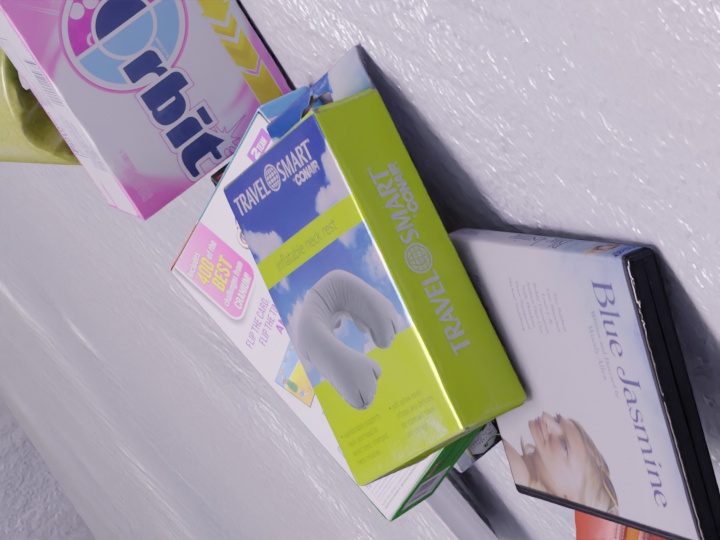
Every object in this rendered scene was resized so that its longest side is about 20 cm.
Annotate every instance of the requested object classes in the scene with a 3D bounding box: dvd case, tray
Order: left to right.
[{"bbox_3d":[0.029,0.118,1.711,0.200,0.022,0.107,50,-178,-10],"label":"tray"},{"bbox_3d":[0.105,0.053,1.252,0.200,0.018,0.143,8,116,67],"label":"dvd case"}]

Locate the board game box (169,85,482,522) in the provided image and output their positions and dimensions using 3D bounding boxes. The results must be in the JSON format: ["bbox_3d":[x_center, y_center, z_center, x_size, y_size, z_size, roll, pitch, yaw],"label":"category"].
[{"bbox_3d":[-0.007,0.020,1.454,0.200,0.040,0.153,49,138,14],"label":"board game box"}]

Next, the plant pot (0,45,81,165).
[{"bbox_3d":[-0.209,-0.141,1.580,0.184,0.200,0.201,17,144,49],"label":"plant pot"}]

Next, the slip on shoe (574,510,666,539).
[{"bbox_3d":[0.137,0.126,1.344,0.200,0.061,0.074,61,167,-15],"label":"slip on shoe"}]

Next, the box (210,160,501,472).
[{"bbox_3d":[-0.002,0.021,1.583,0.200,0.040,0.137,40,163,42],"label":"box"}]

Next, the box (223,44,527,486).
[{"bbox_3d":[0.000,0.000,1.341,0.122,0.048,0.200,-36,78,58],"label":"box"}]

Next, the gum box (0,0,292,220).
[{"bbox_3d":[-0.133,-0.134,1.451,0.200,0.113,0.066,58,166,-21],"label":"gum box"}]
